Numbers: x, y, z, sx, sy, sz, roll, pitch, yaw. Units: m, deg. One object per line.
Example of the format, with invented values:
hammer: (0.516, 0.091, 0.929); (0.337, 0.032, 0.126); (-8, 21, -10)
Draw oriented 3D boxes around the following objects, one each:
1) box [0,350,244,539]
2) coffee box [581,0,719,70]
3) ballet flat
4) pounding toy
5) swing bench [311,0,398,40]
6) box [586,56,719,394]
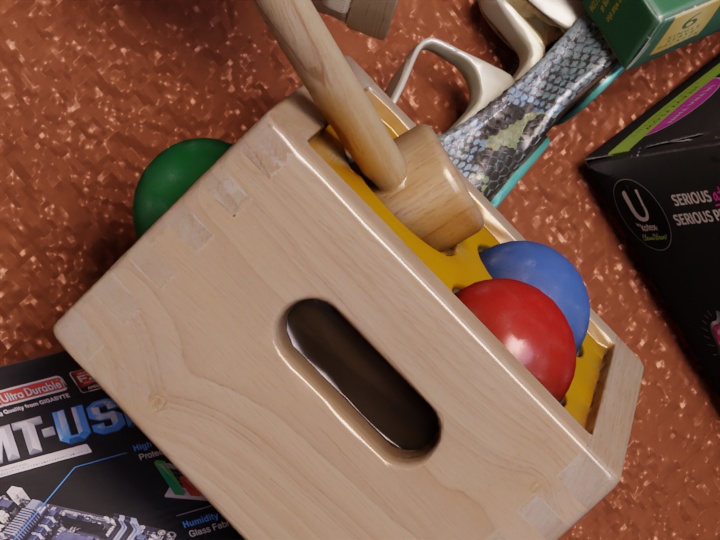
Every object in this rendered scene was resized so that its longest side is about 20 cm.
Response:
box: (-0.092, 0.119, 0.860); (0.199, 0.050, 0.199); (-14, 54, -37)
coffee box: (0.101, -0.182, 1.013); (0.123, 0.044, 0.200); (-25, 74, -26)
ballet flat: (0.057, -0.074, 1.013); (0.200, 0.074, 0.074); (-46, 107, -24)
pounding toy: (0.000, 0.000, 0.875); (0.142, 0.184, 0.200); (-43, 92, 14)
swing bench: (-0.046, -0.213, 0.882); (0.198, 0.130, 0.201); (20, 67, -1)
box: (0.215, -0.003, 1.048); (0.148, 0.124, 0.200); (-38, 105, -24)
